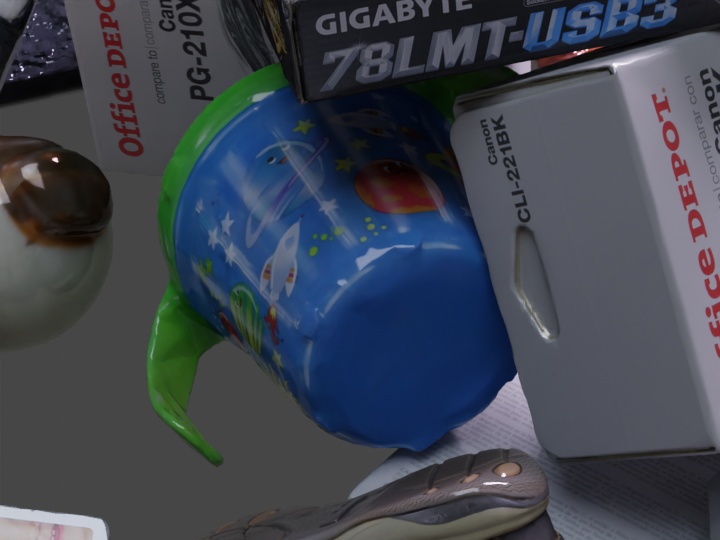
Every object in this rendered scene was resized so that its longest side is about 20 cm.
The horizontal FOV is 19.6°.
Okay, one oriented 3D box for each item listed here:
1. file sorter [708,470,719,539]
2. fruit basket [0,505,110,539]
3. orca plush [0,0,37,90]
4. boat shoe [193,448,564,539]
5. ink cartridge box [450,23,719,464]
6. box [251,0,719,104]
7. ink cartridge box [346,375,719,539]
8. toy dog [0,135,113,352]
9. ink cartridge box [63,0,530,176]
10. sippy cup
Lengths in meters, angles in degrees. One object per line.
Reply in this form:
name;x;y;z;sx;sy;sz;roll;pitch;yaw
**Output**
file sorter;0.209;0.140;0.695;0.139;0.125;0.200;18;48;-14
fruit basket;-0.200;0.159;0.729;0.200;0.094;0.186;12;67;-7
orca plush;-0.182;-0.143;0.970;0.071;0.200;0.105;22;17;-10
boat shoe;-0.015;0.125;0.761;0.200;0.073;0.074;-19;3;32
ink cartridge box;0.143;-0.025;0.806;0.200;0.145;0.084;-22;8;-42
box;0.049;-0.144;0.805;0.200;0.050;0.199;-12;32;-7
ink cartridge box;0.113;0.091;0.837;0.162;0.057;0.200;27;39;25
toy dog;-0.186;0.018;0.855;0.194;0.140;0.200;34;59;13
ink cartridge box;-0.026;-0.112;0.942;0.200;0.145;0.084;5;49;9
sippy cup;0.000;0.000;0.832;0.139;0.178;0.130;6;27;-26
